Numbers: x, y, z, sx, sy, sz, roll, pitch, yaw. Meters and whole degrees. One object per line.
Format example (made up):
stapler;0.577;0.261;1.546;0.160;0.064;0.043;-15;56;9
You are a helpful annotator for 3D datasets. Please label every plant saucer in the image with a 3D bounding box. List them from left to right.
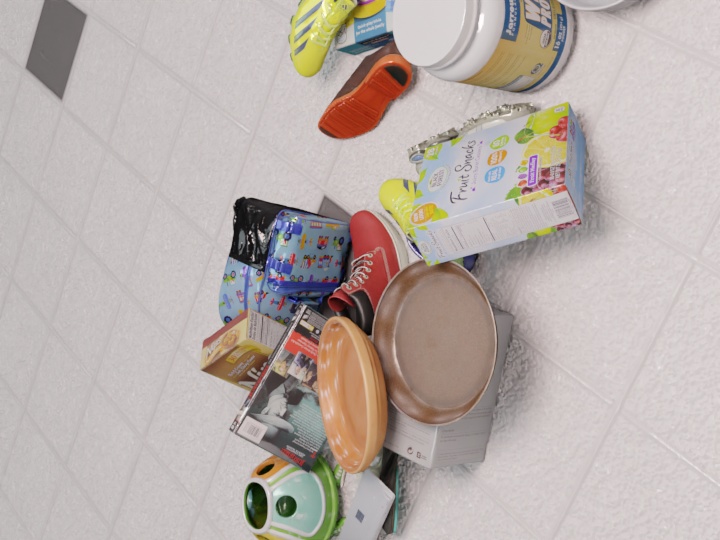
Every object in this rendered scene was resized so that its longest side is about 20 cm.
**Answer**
plant saucer;-0.010;0.159;1.393;0.200;0.037;0.204;175;90;-70
plant saucer;0.094;0.086;1.308;0.198;0.032;0.204;-3;86;43

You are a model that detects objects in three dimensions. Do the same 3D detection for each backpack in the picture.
backpack;-0.114;0.009;1.572;0.133;0.182;0.203;17;94;36

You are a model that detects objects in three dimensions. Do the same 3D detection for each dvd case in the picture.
dvd case;-0.078;0.166;1.508;0.022;0.145;0.202;19;78;57

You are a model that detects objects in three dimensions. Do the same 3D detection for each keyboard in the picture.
keyboard;0.005;0.347;1.497;0.056;0.011;0.201;47;142;26

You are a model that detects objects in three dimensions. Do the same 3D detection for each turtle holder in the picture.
turtle holder;-0.111;0.358;1.585;0.140;0.131;0.188;29;107;41

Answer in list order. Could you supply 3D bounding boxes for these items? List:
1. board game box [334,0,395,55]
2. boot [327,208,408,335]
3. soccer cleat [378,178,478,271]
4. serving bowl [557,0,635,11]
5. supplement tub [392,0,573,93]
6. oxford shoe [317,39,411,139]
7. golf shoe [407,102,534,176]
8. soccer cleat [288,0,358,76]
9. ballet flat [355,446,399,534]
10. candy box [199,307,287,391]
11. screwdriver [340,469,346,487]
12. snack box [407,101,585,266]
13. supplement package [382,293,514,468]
board game box;0.026;-0.431;1.558;0.150;0.047;0.204;-8;82;44
boot;0.000;0.000;1.490;0.072;0.143;0.202;-36;63;37
soccer cleat;0.080;-0.065;1.456;0.200;0.083;0.065;49;120;35
serving bowl;0.303;-0.402;1.270;0.198;0.065;0.204;-3;86;45
supplement tub;0.150;-0.299;1.315;0.144;0.198;0.147;1;91;47
oxford shoe;0.009;-0.262;1.565;0.199;0.071;0.073;-34;36;41
golf shoe;0.158;-0.154;1.410;0.199;0.078;0.098;-22;92;44
soccer cleat;-0.045;-0.371;1.537;0.083;0.064;0.203;34;111;39
ballet flat;0.029;0.262;1.495;0.068;0.067;0.203;128;150;-88
candy box;-0.119;0.136;1.558;0.115;0.199;0.056;-34;42;37
screwdriver;-0.013;0.222;1.485;0.029;0.201;0.028;33;125;-7
snack box;0.166;-0.104;1.291;0.198;0.068;0.170;-17;35;25
supplement package;0.104;0.138;1.397;0.116;0.116;0.203;19;100;43
